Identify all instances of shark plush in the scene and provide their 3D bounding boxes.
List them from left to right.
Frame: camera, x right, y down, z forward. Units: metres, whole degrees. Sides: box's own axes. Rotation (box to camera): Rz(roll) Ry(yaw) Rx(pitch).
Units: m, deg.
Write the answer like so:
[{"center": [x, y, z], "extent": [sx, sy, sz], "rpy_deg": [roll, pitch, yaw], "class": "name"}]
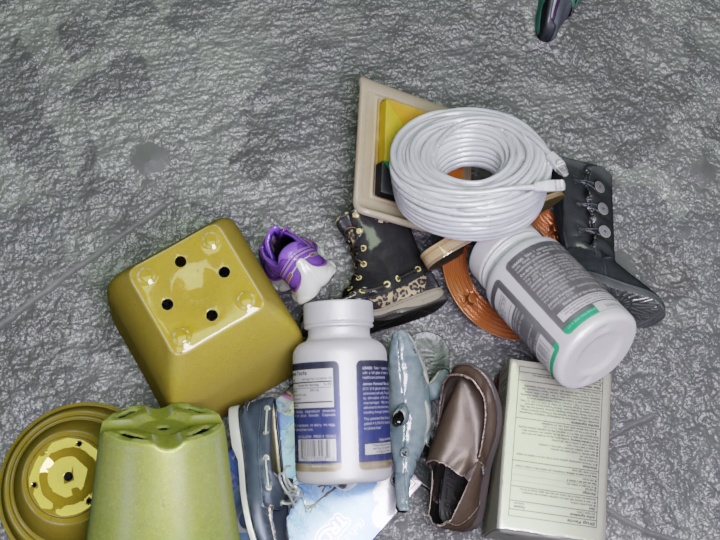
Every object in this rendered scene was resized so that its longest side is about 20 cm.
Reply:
[{"center": [0.042, 0.176, 1.163], "extent": [0.090, 0.083, 0.202], "rpy_deg": [10, 69, 15], "class": "shark plush"}]

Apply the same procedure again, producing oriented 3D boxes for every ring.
[{"center": [0.199, -0.010, 1.292], "extent": [0.198, 0.019, 0.203], "rpy_deg": [5, 73, -16], "class": "ring"}]

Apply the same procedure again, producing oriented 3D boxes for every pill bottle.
[{"center": [-0.022, 0.137, 1.136], "extent": [0.110, 0.111, 0.203], "rpy_deg": [-1, 82, -4], "class": "pill bottle"}, {"center": [0.220, 0.033, 1.173], "extent": [0.112, 0.114, 0.200], "rpy_deg": [-27, 49, -12], "class": "pill bottle"}]

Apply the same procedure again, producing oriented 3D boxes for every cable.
[{"center": [0.133, -0.121, 1.212], "extent": [0.198, 0.070, 0.201], "rpy_deg": [-14, 45, -8], "class": "cable"}]

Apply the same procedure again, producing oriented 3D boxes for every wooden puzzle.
[{"center": [0.076, -0.146, 1.305], "extent": [0.183, 0.037, 0.202], "rpy_deg": [14, 65, -30], "class": "wooden puzzle"}]

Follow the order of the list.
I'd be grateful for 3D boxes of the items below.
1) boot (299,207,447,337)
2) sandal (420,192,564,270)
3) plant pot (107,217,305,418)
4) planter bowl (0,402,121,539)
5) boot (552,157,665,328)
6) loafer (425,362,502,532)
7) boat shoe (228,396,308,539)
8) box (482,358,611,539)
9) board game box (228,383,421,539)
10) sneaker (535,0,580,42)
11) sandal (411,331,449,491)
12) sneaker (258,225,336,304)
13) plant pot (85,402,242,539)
[{"center": [0.000, 0.000, 1.264], "extent": [0.198, 0.073, 0.152], "rpy_deg": [-13, 71, -19], "class": "boot"}, {"center": [0.157, -0.079, 1.251], "extent": [0.210, 0.078, 0.070], "rpy_deg": [-27, 79, -16], "class": "sandal"}, {"center": [-0.183, 0.051, 1.174], "extent": [0.194, 0.200, 0.195], "rpy_deg": [-29, 75, -14], "class": "plant pot"}, {"center": [-0.332, 0.245, 1.158], "extent": [0.198, 0.084, 0.203], "rpy_deg": [1, 70, -4], "class": "planter bowl"}, {"center": [0.324, -0.039, 1.310], "extent": [0.164, 0.066, 0.202], "rpy_deg": [24, 47, -29], "class": "boot"}, {"center": [0.116, 0.209, 1.149], "extent": [0.072, 0.071, 0.203], "rpy_deg": [4, 95, 37], "class": "loafer"}, {"center": [-0.102, 0.243, 1.136], "extent": [0.061, 0.075, 0.202], "rpy_deg": [-17, 63, 4], "class": "boat shoe"}, {"center": [0.221, 0.221, 1.188], "extent": [0.126, 0.109, 0.202], "rpy_deg": [9, 71, -1], "class": "box"}, {"center": [-0.064, 0.262, 1.190], "extent": [0.199, 0.043, 0.200], "rpy_deg": [41, 74, 10], "class": "board game box"}, {"center": [0.311, -0.412, 1.437], "extent": [0.087, 0.075, 0.202], "rpy_deg": [17, 70, -3], "class": "sneaker"}, {"center": [0.084, 0.173, 1.228], "extent": [0.074, 0.048, 0.203], "rpy_deg": [-5, 73, -4], "class": "sandal"}, {"center": [-0.088, -0.024, 1.213], "extent": [0.081, 0.200, 0.084], "rpy_deg": [-43, 108, -9], "class": "sneaker"}, {"center": [-0.211, 0.248, 1.064], "extent": [0.198, 0.200, 0.187], "rpy_deg": [1, 100, -3], "class": "plant pot"}]
